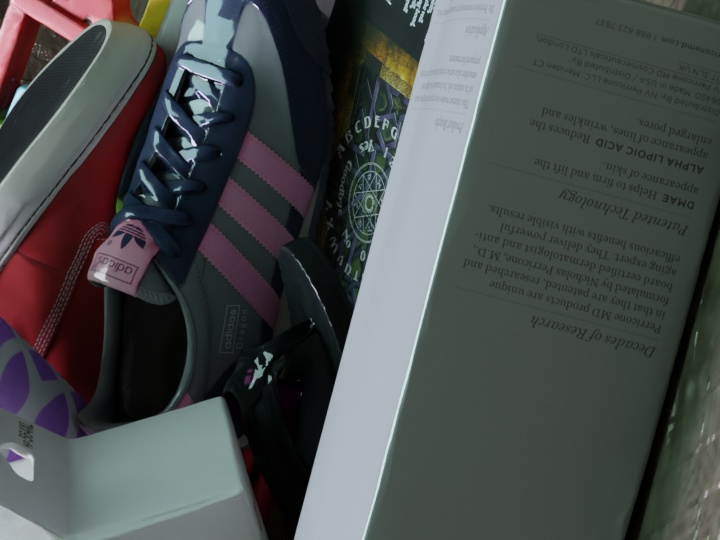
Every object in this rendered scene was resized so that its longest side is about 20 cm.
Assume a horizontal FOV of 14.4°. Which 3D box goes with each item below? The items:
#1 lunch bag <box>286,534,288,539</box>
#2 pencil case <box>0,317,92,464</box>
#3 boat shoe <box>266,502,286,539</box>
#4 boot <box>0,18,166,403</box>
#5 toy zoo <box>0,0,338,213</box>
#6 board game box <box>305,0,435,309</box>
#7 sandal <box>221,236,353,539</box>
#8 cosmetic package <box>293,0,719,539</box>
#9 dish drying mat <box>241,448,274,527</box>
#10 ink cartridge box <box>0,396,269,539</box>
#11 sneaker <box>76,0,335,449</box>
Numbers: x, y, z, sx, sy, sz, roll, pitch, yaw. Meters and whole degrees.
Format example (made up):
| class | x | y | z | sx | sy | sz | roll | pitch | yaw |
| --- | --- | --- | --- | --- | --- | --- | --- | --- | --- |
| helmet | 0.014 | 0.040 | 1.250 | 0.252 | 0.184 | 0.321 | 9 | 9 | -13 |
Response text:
| class | x | y | z | sx | sy | sz | roll | pitch | yaw |
| --- | --- | --- | --- | --- | --- | --- | --- | --- | --- |
| lunch bag | -0.112 | 0.167 | 1.376 | 0.170 | 0.127 | 0.200 | -79 | 7 | -46 |
| pencil case | -0.141 | 0.075 | 1.098 | 0.085 | 0.200 | 0.084 | -31 | 25 | 18 |
| boat shoe | -0.066 | 0.120 | 1.247 | 0.200 | 0.072 | 0.076 | -44 | -10 | -32 |
| boot | -0.096 | 0.007 | 1.149 | 0.200 | 0.144 | 0.072 | -57 | 15 | 19 |
| toy zoo | -0.083 | -0.079 | 1.146 | 0.020 | 0.131 | 0.200 | -43 | -19 | -56 |
| board game box | 0.023 | -0.047 | 1.052 | 0.135 | 0.028 | 0.201 | 53 | 133 | 43 |
| sandal | -0.022 | 0.071 | 1.068 | 0.201 | 0.048 | 0.075 | 89 | 155 | -48 |
| cosmetic package | 0.045 | 0.015 | 0.853 | 0.113 | 0.081 | 0.201 | -143 | 67 | -80 |
| dish drying mat | -0.070 | 0.137 | 1.151 | 0.077 | 0.018 | 0.201 | -30 | 37 | 58 |
| ink cartridge box | -0.081 | 0.144 | 0.998 | 0.129 | 0.125 | 0.201 | -120 | 14 | -76 |
| sneaker | -0.062 | -0.023 | 1.075 | 0.070 | 0.082 | 0.201 | 14 | 104 | 40 |
